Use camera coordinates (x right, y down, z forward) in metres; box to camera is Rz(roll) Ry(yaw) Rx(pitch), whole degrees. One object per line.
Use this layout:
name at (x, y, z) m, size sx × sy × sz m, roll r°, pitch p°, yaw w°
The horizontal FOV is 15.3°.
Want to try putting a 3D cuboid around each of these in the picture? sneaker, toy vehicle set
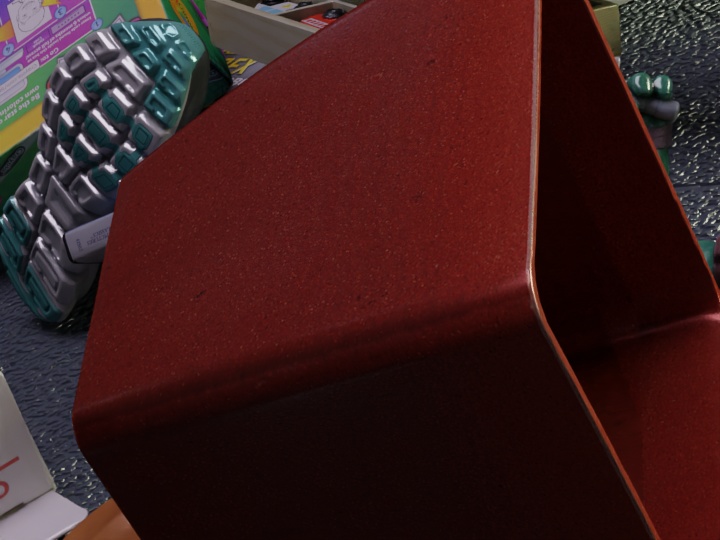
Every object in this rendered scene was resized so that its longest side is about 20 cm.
sneaker at (-0.110, -0.059, 1.315) m, size 0.091 × 0.078 × 0.200 m, roll -21°, pitch -21°, yaw -39°
toy vehicle set at (0.023, -0.122, 1.336) m, size 0.124 × 0.027 × 0.200 m, roll -16°, pitch 21°, yaw -27°

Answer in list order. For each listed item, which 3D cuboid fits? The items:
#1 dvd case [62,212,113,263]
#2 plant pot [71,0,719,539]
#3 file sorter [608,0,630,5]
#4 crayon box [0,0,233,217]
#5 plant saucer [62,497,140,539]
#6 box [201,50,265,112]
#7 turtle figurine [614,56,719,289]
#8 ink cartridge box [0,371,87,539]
dvd case at (-0.023, -0.044, 1.259) m, size 0.199 × 0.018 × 0.143 m, roll -22°, pitch -8°, yaw 23°
plant pot at (0.015, 0.033, 0.914) m, size 0.176 × 0.200 × 0.200 m, roll -16°, pitch 39°, yaw 19°
file sorter at (0.164, -0.250, 1.452) m, size 0.199 × 0.139 × 0.125 m, roll -22°, pitch 54°, yaw -2°
crayon box at (-0.175, -0.099, 1.443) m, size 0.200 × 0.058 × 0.119 m, roll -33°, pitch 50°, yaw 15°
plant saucer at (-0.050, 0.119, 1.029) m, size 0.199 × 0.038 × 0.200 m, roll -18°, pitch 23°, yaw 8°
box at (-0.014, -0.100, 1.446) m, size 0.158 × 0.049 × 0.200 m, roll -37°, pitch 28°, yaw -32°
turtle figurine at (0.098, -0.010, 1.101) m, size 0.199 × 0.101 × 0.150 m, roll 19°, pitch 62°, yaw 33°
ink cartridge box at (-0.217, 0.085, 1.198) m, size 0.116 × 0.068 × 0.200 m, roll -31°, pitch 26°, yaw -21°
